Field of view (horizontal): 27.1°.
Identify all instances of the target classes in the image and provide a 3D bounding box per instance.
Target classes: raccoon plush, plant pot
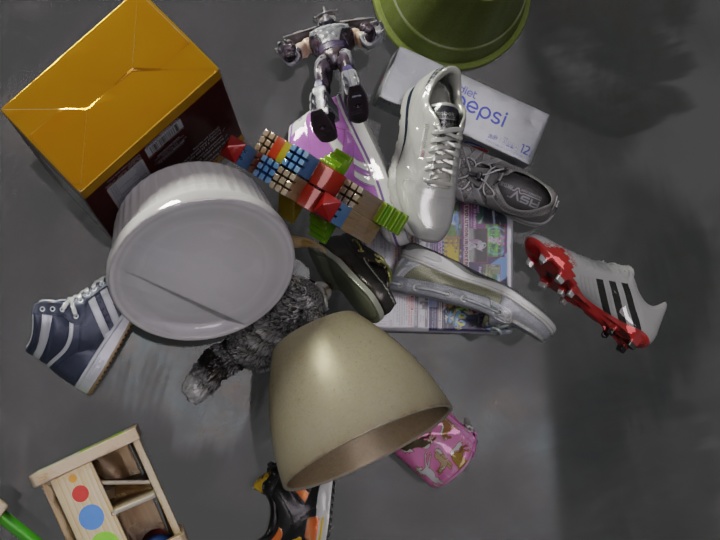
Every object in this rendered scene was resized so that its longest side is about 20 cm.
[{"bbox_3d":[-0.109,0.084,1.688,0.097,0.134,0.200,38,81,-5],"label":"raccoon plush"},{"bbox_3d":[0.124,-0.351,1.731,0.199,0.190,0.201,1,84,-8],"label":"plant pot"}]

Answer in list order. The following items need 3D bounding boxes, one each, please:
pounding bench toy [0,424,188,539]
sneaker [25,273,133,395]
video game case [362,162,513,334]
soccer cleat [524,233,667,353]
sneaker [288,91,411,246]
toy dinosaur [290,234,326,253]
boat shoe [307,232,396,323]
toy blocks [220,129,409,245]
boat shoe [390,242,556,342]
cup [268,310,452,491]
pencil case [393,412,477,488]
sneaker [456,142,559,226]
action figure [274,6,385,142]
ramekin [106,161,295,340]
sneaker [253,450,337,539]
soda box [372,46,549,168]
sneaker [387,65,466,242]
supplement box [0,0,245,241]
[{"bbox_3d":[-0.305,0.284,1.650,0.199,0.124,0.157,-24,89,-9],"label":"pounding bench toy"},{"bbox_3d":[-0.302,0.030,1.699,0.108,0.070,0.201,30,85,-6],"label":"sneaker"},{"bbox_3d":[0.092,-0.026,1.784,0.181,0.023,0.201,2,84,-8],"label":"video game case"},{"bbox_3d":[0.281,0.013,1.789,0.200,0.069,0.085,40,72,-6],"label":"soccer cleat"},{"bbox_3d":[-0.019,-0.099,1.739,0.114,0.073,0.201,-27,69,5],"label":"sneaker"},{"bbox_3d":[-0.133,-0.037,1.730,0.199,0.058,0.102,-13,87,15],"label":"toy dinosaur"},{"bbox_3d":[0.000,0.000,1.683,0.060,0.201,0.072,-27,115,-11],"label":"boat shoe"},{"bbox_3d":[-0.061,-0.099,1.635,0.200,0.137,0.100,32,92,28],"label":"toy blocks"},{"bbox_3d":[0.130,0.036,1.738,0.201,0.074,0.065,27,87,-1],"label":"boat shoe"},{"bbox_3d":[-0.021,0.130,1.613,0.199,0.200,0.144,-24,74,-9],"label":"cup"},{"bbox_3d":[0.046,0.158,1.732,0.200,0.083,0.087,43,75,-2],"label":"pencil case"},{"bbox_3d":[0.144,-0.111,1.746,0.199,0.082,0.075,16,82,-6],"label":"sneaker"},{"bbox_3d":[-0.030,-0.244,1.727,0.130,0.069,0.201,-19,46,11],"label":"action figure"},{"bbox_3d":[-0.176,-0.027,1.609,0.201,0.203,0.094,-10,43,-9],"label":"ramekin"},{"bbox_3d":[-0.076,0.228,1.714,0.089,0.070,0.201,4,87,-11],"label":"sneaker"},{"bbox_3d":[0.119,-0.191,1.780,0.199,0.063,0.069,23,83,-5],"label":"soda box"},{"bbox_3d":[0.081,-0.131,1.673,0.076,0.080,0.201,9,71,-26],"label":"sneaker"},{"bbox_3d":[-0.252,-0.160,1.642,0.197,0.200,0.133,-43,75,-9],"label":"supplement box"}]
